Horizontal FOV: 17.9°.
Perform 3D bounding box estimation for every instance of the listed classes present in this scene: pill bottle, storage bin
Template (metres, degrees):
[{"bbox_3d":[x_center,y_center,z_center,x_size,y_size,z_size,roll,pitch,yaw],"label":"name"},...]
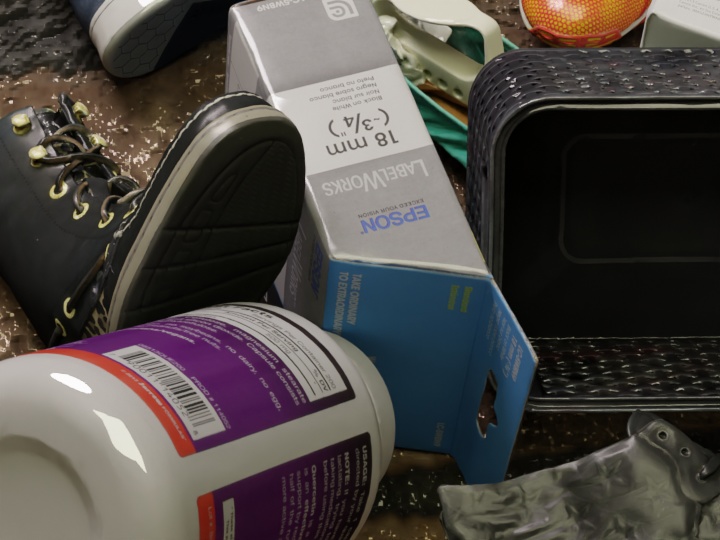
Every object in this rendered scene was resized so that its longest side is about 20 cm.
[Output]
[{"bbox_3d":[-0.066,0.074,0.845,0.112,0.113,0.200,37,22,19],"label":"pill bottle"},{"bbox_3d":[0.148,-0.019,0.975,0.199,0.136,0.094,0,18,-2],"label":"storage bin"}]

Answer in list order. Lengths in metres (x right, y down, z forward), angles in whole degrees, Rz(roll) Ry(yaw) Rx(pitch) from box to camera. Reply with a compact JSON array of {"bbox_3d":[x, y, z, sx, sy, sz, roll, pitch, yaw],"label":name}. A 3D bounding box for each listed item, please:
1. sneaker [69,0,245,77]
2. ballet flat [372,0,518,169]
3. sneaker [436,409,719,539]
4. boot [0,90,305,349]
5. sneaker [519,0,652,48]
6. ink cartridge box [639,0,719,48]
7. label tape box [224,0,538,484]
[{"bbox_3d":[-0.073,-0.199,1.129,0.202,0.077,0.146,-28,66,-18],"label":"sneaker"},{"bbox_3d":[0.065,-0.079,1.063,0.200,0.070,0.067,34,62,17],"label":"ballet flat"},{"bbox_3d":[0.139,0.093,0.918,0.199,0.060,0.104,-26,71,-6],"label":"sneaker"},{"bbox_3d":[-0.104,-0.028,0.954,0.073,0.204,0.154,-10,51,-35],"label":"boot"},{"bbox_3d":[0.132,-0.190,1.132,0.073,0.077,0.200,21,59,13],"label":"sneaker"},{"bbox_3d":[0.251,-0.126,1.094,0.199,0.084,0.176,21,57,10],"label":"ink cartridge box"},{"bbox_3d":[0.000,0.000,0.964,0.063,0.144,0.200,-14,59,-14],"label":"label tape box"}]
